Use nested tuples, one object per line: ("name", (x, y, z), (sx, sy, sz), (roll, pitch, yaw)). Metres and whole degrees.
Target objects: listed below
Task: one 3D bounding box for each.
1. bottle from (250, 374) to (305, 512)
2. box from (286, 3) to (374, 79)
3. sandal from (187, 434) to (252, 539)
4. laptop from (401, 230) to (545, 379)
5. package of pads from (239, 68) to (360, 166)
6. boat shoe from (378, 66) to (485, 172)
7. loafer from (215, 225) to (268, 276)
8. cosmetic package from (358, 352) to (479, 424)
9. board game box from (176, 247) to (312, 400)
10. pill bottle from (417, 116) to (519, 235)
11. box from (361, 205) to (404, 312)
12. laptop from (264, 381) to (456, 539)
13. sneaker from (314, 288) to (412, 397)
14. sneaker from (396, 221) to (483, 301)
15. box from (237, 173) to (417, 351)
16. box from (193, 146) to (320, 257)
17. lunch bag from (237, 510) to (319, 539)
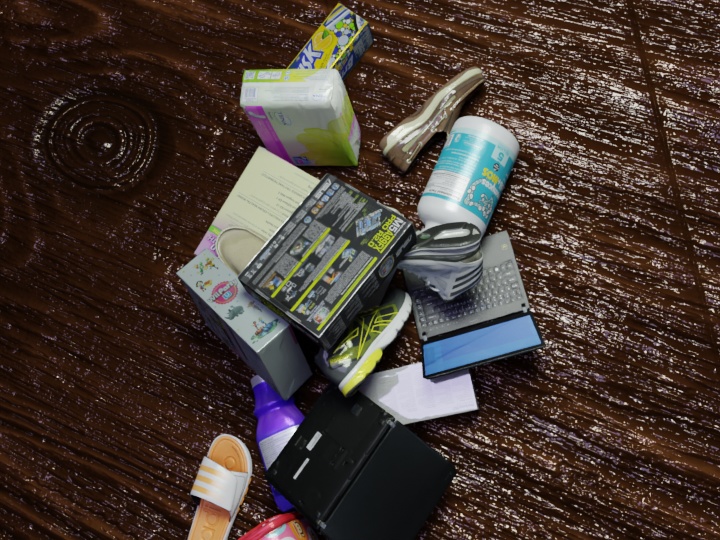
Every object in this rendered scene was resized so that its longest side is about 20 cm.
("bottle", (-0.114, 0.251, 1.104), (0.082, 0.065, 0.203), (-23, 71, 3))
("box", (-0.066, -0.343, 1.250), (0.070, 0.064, 0.201), (37, 86, 19))
("sandal", (-0.220, 0.353, 1.106), (0.078, 0.059, 0.211), (10, 78, 15))
("laptop", (0.156, 0.045, 1.074), (0.174, 0.103, 0.204), (-16, 72, 8))
("package of pads", (-0.084, -0.233, 1.153), (0.151, 0.200, 0.070), (2, 71, 13))
("boat shoe", (0.127, -0.234, 1.179), (0.201, 0.075, 0.075), (-40, 84, 7))
("loafer", (-0.141, -0.003, 1.074), (0.199, 0.068, 0.076), (38, 86, 19))
("cosmetic package", (0.069, 0.184, 1.085), (0.196, 0.051, 0.084), (-13, 75, 10))
("board game box", (-0.169, 0.079, 1.080), (0.064, 0.149, 0.199), (-41, 58, -19))
("pill bottle", (0.155, -0.119, 1.114), (0.109, 0.111, 0.203), (22, 82, 18))
("box", (0.000, 0.000, 1.132), (0.081, 0.068, 0.203), (18, 79, 38))
("laptop", (-0.002, 0.283, 1.033), (0.199, 0.103, 0.178), (29, 77, 41))
("sneaker", (0.006, 0.083, 1.053), (0.084, 0.075, 0.201), (37, 47, -1))
("sneaker", (0.080, -0.001, 1.055), (0.196, 0.117, 0.076), (-1, 37, 20))
("box", (-0.044, -0.017, 0.994), (0.159, 0.044, 0.201), (31, 73, 27))
("box", (-0.130, -0.059, 1.174), (0.174, 0.097, 0.202), (29, 83, 18))
("lunch bag", (-0.157, 0.414, 1.013), (0.198, 0.176, 0.083), (-35, 74, 1))
